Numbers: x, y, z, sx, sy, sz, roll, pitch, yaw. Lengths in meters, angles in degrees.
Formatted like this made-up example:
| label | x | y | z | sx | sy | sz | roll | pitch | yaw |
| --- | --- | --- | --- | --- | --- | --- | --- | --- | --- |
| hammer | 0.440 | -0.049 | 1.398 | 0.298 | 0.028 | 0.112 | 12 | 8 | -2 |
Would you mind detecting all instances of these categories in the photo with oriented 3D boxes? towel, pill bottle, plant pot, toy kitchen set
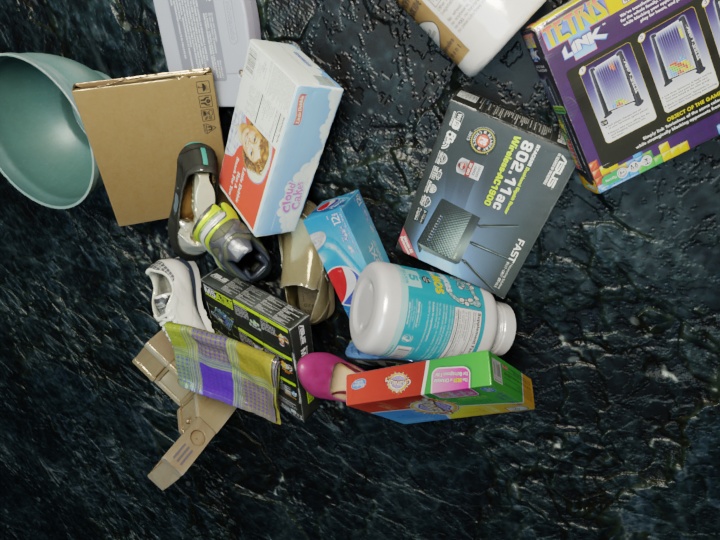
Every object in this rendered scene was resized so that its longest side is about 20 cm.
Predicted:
| label | x | y | z | sx | sy | sz | roll | pitch | yaw |
| --- | --- | --- | --- | --- | --- | --- | --- | --- | --- |
| towel | -0.207 | 0.156 | 0.831 | 0.197 | 0.023 | 0.145 | 18 | 129 | 14 |
| pill bottle | 0.077 | -0.296 | 0.512 | 0.200 | 0.115 | 0.114 | 44 | 125 | -5 |
| plant pot | -0.406 | -0.207 | 0.760 | 0.197 | 0.134 | 0.203 | 11 | 122 | 18 |
| toy kitchen set | -0.321 | 0.216 | 0.937 | 0.200 | 0.181 | 0.163 | 45 | 124 | -6 |
| pill bottle | 0.093 | 0.059 | 0.679 | 0.197 | 0.112 | 0.112 | 11 | 128 | -21 |

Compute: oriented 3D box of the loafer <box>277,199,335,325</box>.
| label | x | y | z | sx | sy | sz | roll | pitch | yaw |
| --- | --- | --- | --- | --- | --- | --- | --- | --- | --- |
| loafer | -0.078 | -0.004 | 0.773 | 0.075 | 0.068 | 0.203 | 1 | 118 | 22 |

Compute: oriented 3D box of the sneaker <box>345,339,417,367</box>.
| label | x | y | z | sx | sy | sz | roll | pitch | yaw |
| --- | --- | --- | --- | --- | --- | --- | --- | --- | --- |
| sneaker | 0.066 | 0.132 | 0.786 | 0.197 | 0.071 | 0.084 | 3 | 121 | 23 |

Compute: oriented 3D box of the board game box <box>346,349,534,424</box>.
| label | x | y | z | sx | sy | sz | roll | pitch | yaw |
| --- | --- | --- | --- | --- | --- | --- | --- | --- | --- |
| board game box | 0.103 | 0.157 | 0.702 | 0.198 | 0.041 | 0.152 | -17 | 149 | 31 |

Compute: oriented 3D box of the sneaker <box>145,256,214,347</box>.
| label | x | y | z | sx | sy | sz | roll | pitch | yaw |
| --- | --- | --- | --- | --- | --- | --- | --- | --- | --- |
| sneaker | -0.295 | 0.081 | 0.880 | 0.075 | 0.080 | 0.203 | -13 | 95 | 21 |

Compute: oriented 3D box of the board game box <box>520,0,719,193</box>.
| label | x | y | z | sx | sy | sz | roll | pitch | yaw |
| --- | --- | --- | --- | --- | --- | --- | --- | --- | --- |
| board game box | 0.271 | -0.191 | 0.489 | 0.198 | 0.057 | 0.167 | -26 | 105 | 13 |

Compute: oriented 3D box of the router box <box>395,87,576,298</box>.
| label | x | y | z | sx | sy | sz | roll | pitch | yaw |
| --- | --- | --- | --- | --- | --- | --- | --- | --- | --- |
| router box | 0.143 | -0.086 | 0.634 | 0.148 | 0.062 | 0.202 | 24 | 125 | 8 |

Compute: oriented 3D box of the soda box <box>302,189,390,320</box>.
| label | x | y | z | sx | sy | sz | roll | pitch | yaw |
| --- | --- | --- | --- | --- | --- | --- | --- | --- | --- |
| soda box | 0.000 | 0.000 | 0.742 | 0.063 | 0.068 | 0.202 | -14 | 111 | 29 |

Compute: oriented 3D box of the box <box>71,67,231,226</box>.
| label | x | y | z | sx | sy | sz | roll | pitch | yaw |
| --- | --- | --- | --- | --- | --- | --- | --- | --- | --- |
| box | -0.259 | -0.155 | 0.708 | 0.161 | 0.021 | 0.202 | -13 | 137 | -16 |

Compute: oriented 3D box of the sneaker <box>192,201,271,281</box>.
| label | x | y | z | sx | sy | sz | roll | pitch | yaw |
| --- | --- | --- | --- | --- | --- | --- | --- | --- | --- |
| sneaker | -0.159 | -0.016 | 0.741 | 0.074 | 0.200 | 0.081 | -44 | 74 | -4 |

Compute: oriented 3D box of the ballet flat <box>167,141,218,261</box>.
| label | x | y | z | sx | sy | sz | roll | pitch | yaw |
| --- | --- | --- | --- | --- | --- | --- | --- | --- | --- |
| ballet flat | -0.225 | -0.074 | 0.738 | 0.069 | 0.067 | 0.202 | 56 | 145 | 38 |

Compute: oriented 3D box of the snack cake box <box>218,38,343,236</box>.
| label | x | y | z | sx | sy | sz | roll | pitch | yaw |
| --- | --- | --- | --- | --- | --- | --- | --- | --- | --- |
| snack cake box | -0.105 | -0.158 | 0.668 | 0.115 | 0.067 | 0.202 | 48 | 131 | 30 |

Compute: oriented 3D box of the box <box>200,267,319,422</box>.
| label | x | y | z | sx | sy | sz | roll | pitch | yaw |
| --- | --- | --- | --- | --- | --- | --- | --- | --- | --- |
| box | -0.154 | 0.115 | 0.844 | 0.198 | 0.047 | 0.196 | 23 | 131 | 32 |

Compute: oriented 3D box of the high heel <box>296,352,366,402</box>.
| label | x | y | z | sx | sy | sz | roll | pitch | yaw |
| --- | --- | --- | --- | --- | --- | --- | --- | --- | --- |
| high heel | -0.003 | 0.165 | 0.793 | 0.095 | 0.068 | 0.199 | -2 | 159 | 38 |

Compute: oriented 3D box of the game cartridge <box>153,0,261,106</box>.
| label | x | y | z | sx | sy | sz | roll | pitch | yaw |
| --- | --- | --- | --- | --- | --- | --- | --- | --- | --- |
| game cartridge | -0.188 | -0.307 | 0.670 | 0.131 | 0.041 | 0.203 | 9 | 121 | 23 |
